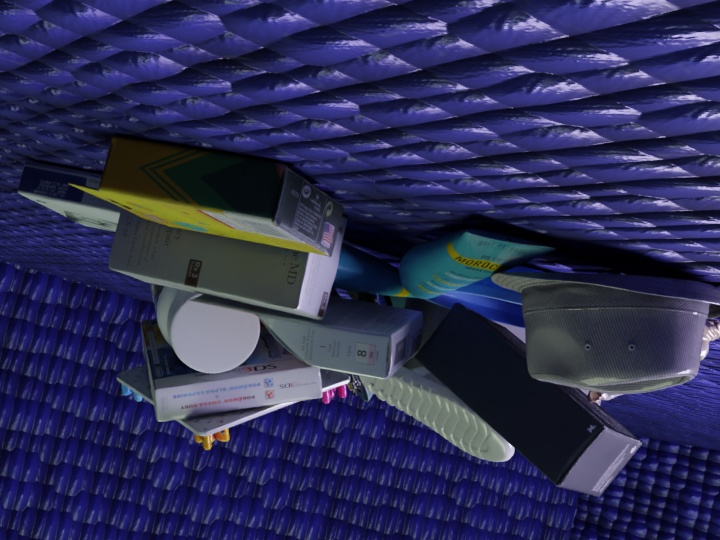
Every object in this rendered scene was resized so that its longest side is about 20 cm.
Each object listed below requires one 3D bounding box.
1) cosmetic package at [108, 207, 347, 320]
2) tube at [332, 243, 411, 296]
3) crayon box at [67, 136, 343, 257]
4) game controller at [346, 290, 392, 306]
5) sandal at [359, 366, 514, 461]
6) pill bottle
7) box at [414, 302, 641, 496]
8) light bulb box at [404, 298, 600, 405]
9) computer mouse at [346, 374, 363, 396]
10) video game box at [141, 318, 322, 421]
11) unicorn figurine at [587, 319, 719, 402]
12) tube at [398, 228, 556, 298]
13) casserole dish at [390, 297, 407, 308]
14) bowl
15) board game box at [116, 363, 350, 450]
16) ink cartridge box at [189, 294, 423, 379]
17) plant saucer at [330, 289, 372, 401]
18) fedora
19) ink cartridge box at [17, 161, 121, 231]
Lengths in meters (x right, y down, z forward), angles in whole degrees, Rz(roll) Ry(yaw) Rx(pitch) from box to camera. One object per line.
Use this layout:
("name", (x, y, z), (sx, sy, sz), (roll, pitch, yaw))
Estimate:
("cosmetic package", (-0.123, -0.025, 1.215), (0.199, 0.102, 0.074), (10, 174, 22))
("tube", (0.000, 0.000, 1.355), (0.077, 0.051, 0.200), (32, -169, 38))
("crayon box", (-0.129, -0.064, 1.113), (0.199, 0.051, 0.127), (11, 172, 22))
("game controller", (0.021, 0.061, 1.524), (0.042, 0.105, 0.200), (-17, 160, 5))
("sandal", (0.085, 0.134, 1.419), (0.202, 0.050, 0.083), (29, 148, 24))
("pill bottle", (-0.171, 0.031, 1.446), (0.113, 0.114, 0.200), (16, -166, -18))
("box", (0.169, 0.131, 1.325), (0.200, 0.079, 0.141), (41, -175, 29))
("light bulb box", (0.164, 0.106, 1.585), (0.197, 0.126, 0.200), (16, 171, -18))
("computer mouse", (-0.056, 0.062, 1.539), (0.034, 0.201, 0.059), (-30, 177, -9))
("video game box", (-0.150, 0.099, 1.489), (0.181, 0.047, 0.200), (-5, -159, -13))
("unicorn figurine", (0.287, 0.086, 1.325), (0.137, 0.074, 0.200), (-9, 176, -32))
("tube", (0.091, -0.012, 1.142), (0.077, 0.051, 0.200), (5, 171, -18))
("casserole dish", (0.081, 0.059, 1.746), (0.199, 0.039, 0.121), (16, 174, -23))
("bowl", (0.150, 0.025, 1.314), (0.199, 0.040, 0.201), (14, 173, 2))
("board game box", (-0.146, 0.131, 1.502), (0.199, 0.026, 0.200), (-17, -156, -33))
("ink cartridge box", (-0.049, 0.055, 1.286), (0.199, 0.057, 0.163), (5, -172, 13))
("plant saucer", (-0.030, 0.066, 1.598), (0.027, 0.201, 0.200), (-29, 178, -8))
("fedora", (0.207, 0.056, 1.112), (0.199, 0.091, 0.177), (3, 171, 12))
("ink cartridge box", (-0.231, -0.059, 1.409), (0.198, 0.041, 0.200), (11, 173, 22))
